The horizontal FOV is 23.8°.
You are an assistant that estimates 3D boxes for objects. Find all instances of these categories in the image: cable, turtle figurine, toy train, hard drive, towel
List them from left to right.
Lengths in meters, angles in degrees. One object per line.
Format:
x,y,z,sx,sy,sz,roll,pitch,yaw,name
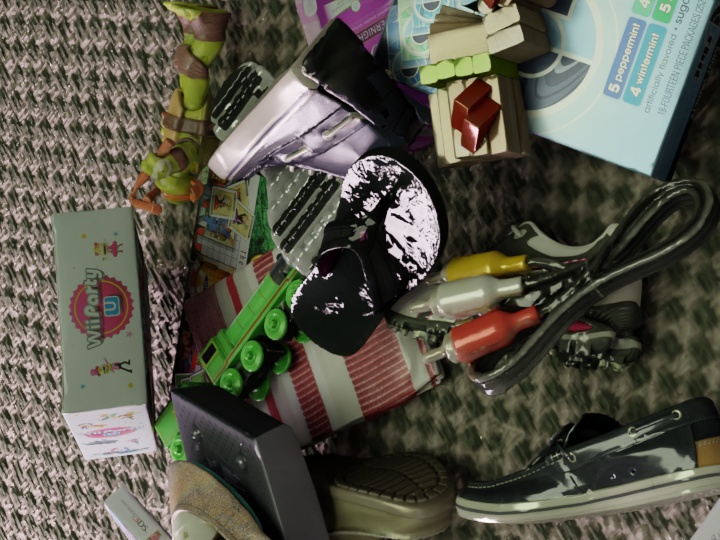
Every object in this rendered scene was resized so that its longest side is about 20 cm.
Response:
-0.128,-0.115,1.276,0.064,0.200,0.163,8,102,-2,turtle figurine
-0.086,0.065,1.251,0.201,0.042,0.057,-53,53,24,toy train
-0.069,0.182,1.211,0.134,0.042,0.202,21,130,54,hard drive
-0.037,0.050,1.251,0.199,0.023,0.145,-28,76,33,towel
0.119,0.007,1.017,0.199,0.050,0.098,-27,42,29,cable

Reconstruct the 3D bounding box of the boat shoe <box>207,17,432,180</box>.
-0.029,-0.082,1.104,0.093,0.075,0.200,41,156,-7,boat shoe

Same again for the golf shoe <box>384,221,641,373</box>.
0.098,0.015,1.116,0.198,0.077,0.089,3,79,37,golf shoe

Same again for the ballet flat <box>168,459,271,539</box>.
-0.081,0.200,1.134,0.199,0.067,0.069,37,140,32,ballet flat

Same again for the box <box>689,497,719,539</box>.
0.266,0.218,0.917,0.200,0.130,0.200,47,122,31,box

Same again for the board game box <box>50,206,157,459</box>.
-0.191,0.053,1.297,0.200,0.064,0.149,102,163,-75,board game box

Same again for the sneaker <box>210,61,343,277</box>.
-0.032,-0.065,1.203,0.075,0.081,0.201,-45,52,22,sneaker

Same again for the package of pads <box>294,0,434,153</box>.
0.017,-0.186,1.165,0.120,0.075,0.202,-25,77,40,package of pads

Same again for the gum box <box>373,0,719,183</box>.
0.122,-0.168,1.037,0.199,0.044,0.172,24,99,26,gum box

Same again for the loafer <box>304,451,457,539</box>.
0.002,0.170,1.208,0.199,0.075,0.069,-2,105,56,loafer

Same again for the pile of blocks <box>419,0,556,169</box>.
0.074,-0.156,1.002,0.081,0.062,0.202,17,96,25,pile of blocks

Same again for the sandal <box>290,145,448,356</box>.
0.001,0.001,1.075,0.075,0.048,0.201,35,142,7,sandal

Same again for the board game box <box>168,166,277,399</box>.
-0.095,0.020,1.323,0.104,0.023,0.202,19,106,39,board game box

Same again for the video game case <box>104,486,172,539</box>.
-0.098,0.263,1.252,0.182,0.023,0.201,40,163,34,video game case

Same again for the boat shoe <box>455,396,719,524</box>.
0.145,0.122,1.069,0.199,0.074,0.063,-18,75,38,boat shoe
